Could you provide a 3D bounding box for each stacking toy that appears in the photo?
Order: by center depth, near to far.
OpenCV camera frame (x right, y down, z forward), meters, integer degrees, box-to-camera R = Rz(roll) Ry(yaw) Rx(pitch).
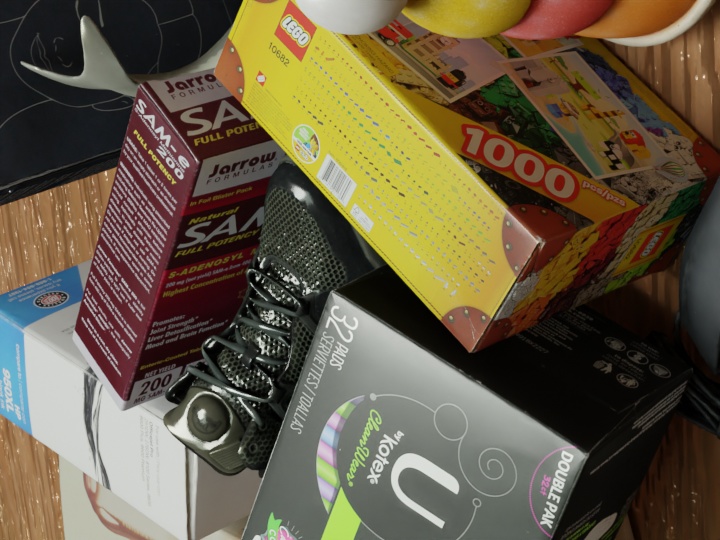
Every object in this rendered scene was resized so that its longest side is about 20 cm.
[{"bbox_3d":[0.052,-0.150,0.810,0.146,0.200,0.146,34,134,44],"label":"stacking toy"}]

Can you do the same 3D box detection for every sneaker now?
[{"bbox_3d":[-0.042,0.035,0.945,0.076,0.114,0.200,38,145,27],"label":"sneaker"}]

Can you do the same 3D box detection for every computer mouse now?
[{"bbox_3d":[0.190,0.013,0.853,0.138,0.053,0.200,36,131,33],"label":"computer mouse"}]

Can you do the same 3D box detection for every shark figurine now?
[{"bbox_3d":[-0.064,-0.139,1.004,0.128,0.214,0.089,52,169,-24],"label":"shark figurine"}]

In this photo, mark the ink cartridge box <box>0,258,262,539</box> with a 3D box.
[{"bbox_3d":[-0.115,0.067,1.144,0.200,0.144,0.084,28,127,38],"label":"ink cartridge box"}]

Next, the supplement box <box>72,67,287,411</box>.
[{"bbox_3d":[-0.079,-0.021,0.992,0.061,0.109,0.200,51,142,27],"label":"supplement box"}]

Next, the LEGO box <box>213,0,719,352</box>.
[{"bbox_3d":[0.052,-0.072,0.891,0.200,0.149,0.077,47,133,22],"label":"LEGO box"}]

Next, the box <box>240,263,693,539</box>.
[{"bbox_3d":[0.043,0.110,0.912,0.148,0.124,0.200,32,120,22],"label":"box"}]

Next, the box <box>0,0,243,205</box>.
[{"bbox_3d":[-0.178,-0.153,1.064,0.124,0.196,0.200,-16,94,60],"label":"box"}]

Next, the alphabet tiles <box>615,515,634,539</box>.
[{"bbox_3d":[0.126,0.215,1.039,0.200,0.015,0.196,-17,88,50],"label":"alphabet tiles"}]

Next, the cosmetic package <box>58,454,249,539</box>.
[{"bbox_3d":[-0.095,0.165,1.201,0.200,0.103,0.087,17,118,41],"label":"cosmetic package"}]
